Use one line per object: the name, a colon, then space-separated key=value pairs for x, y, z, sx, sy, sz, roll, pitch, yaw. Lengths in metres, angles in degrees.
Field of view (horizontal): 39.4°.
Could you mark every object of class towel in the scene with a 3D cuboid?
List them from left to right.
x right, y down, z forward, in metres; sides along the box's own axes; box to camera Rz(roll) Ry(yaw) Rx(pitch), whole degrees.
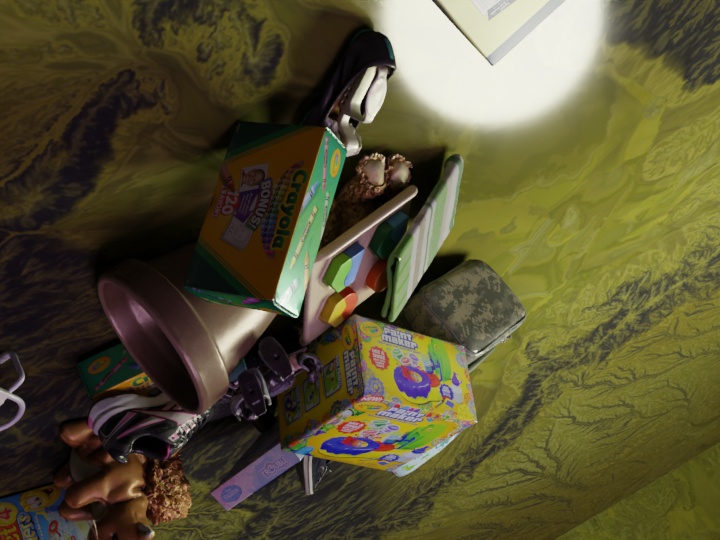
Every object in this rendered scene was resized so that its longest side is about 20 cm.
towel: x=0.080 y=-0.046 z=1.342 sx=0.200 sy=0.031 sz=0.150 roll=-56 pitch=161 yaw=-35

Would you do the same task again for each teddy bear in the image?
teddy bear: x=-0.010 y=-0.072 z=1.303 sx=0.145 sy=0.067 sz=0.201 roll=-27 pitch=150 yaw=-42

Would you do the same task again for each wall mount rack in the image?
wall mount rack: x=-0.493 y=0.143 z=1.155 sx=0.174 sy=0.075 sz=0.200 roll=-39 pitch=148 yaw=3

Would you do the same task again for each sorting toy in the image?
sorting toy: x=0.000 y=0.000 z=1.299 sx=0.185 sy=0.036 sz=0.200 roll=-37 pitch=157 yaw=-30

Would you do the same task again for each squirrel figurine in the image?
squirrel figurine: x=-0.322 y=0.315 z=1.419 sx=0.199 sy=0.187 sz=0.142 roll=-5 pitch=138 yaw=-37

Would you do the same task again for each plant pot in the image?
plant pot: x=-0.188 y=0.040 z=1.202 sx=0.174 sy=0.200 sz=0.201 roll=-40 pitch=153 yaw=-26

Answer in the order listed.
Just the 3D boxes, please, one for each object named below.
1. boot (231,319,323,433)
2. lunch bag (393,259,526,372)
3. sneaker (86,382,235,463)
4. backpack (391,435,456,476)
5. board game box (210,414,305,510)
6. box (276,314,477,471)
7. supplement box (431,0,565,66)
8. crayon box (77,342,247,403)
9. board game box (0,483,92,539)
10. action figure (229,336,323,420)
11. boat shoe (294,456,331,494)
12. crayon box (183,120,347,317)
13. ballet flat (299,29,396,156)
boot: x=-0.114 y=0.158 z=1.503 sx=0.153 sy=0.074 sz=0.204 roll=-31 pitch=149 yaw=-10
lunch bag: x=0.136 y=0.094 z=1.549 sx=0.200 sy=0.140 sz=0.168 roll=-29 pitch=167 yaw=-49
sneaker: x=-0.245 y=0.202 z=1.291 sx=0.199 sy=0.087 sz=0.081 roll=-11 pitch=144 yaw=-32
backpack: x=0.075 y=0.244 z=1.713 sx=0.183 sy=0.147 sz=0.200 roll=-36 pitch=145 yaw=1
board game box: x=-0.112 y=0.252 z=1.520 sx=0.200 sy=0.043 sz=0.199 roll=-40 pitch=-176 yaw=39
box: x=0.018 y=0.175 z=1.393 sx=0.199 sy=0.123 sz=0.192 roll=17 pitch=140 yaw=-33
supplement box: x=0.130 y=-0.349 z=0.979 sx=0.200 sy=0.135 sz=0.200 roll=-41 pitch=147 yaw=12
crayon box: x=-0.259 y=0.130 z=1.335 sx=0.199 sy=0.058 sz=0.119 roll=-25 pitch=147 yaw=-12
board game box: x=-0.418 y=0.402 z=1.440 sx=0.195 sy=0.200 sz=0.056 roll=-12 pitch=143 yaw=-31
action figure: x=-0.112 y=0.139 z=1.265 sx=0.130 sy=0.069 sz=0.200 roll=-39 pitch=172 yaw=-4
boat shoe: x=-0.080 y=0.325 z=1.755 sx=0.062 sy=0.075 sz=0.201 roll=-13 pitch=138 yaw=-18
crayon box: x=-0.101 y=-0.058 z=1.086 sx=0.058 sy=0.118 sz=0.201 roll=40 pitch=62 yaw=-58
ballet flat: x=-0.020 y=-0.177 z=1.139 sx=0.068 sy=0.069 sz=0.200 roll=-3 pitch=138 yaw=-39
